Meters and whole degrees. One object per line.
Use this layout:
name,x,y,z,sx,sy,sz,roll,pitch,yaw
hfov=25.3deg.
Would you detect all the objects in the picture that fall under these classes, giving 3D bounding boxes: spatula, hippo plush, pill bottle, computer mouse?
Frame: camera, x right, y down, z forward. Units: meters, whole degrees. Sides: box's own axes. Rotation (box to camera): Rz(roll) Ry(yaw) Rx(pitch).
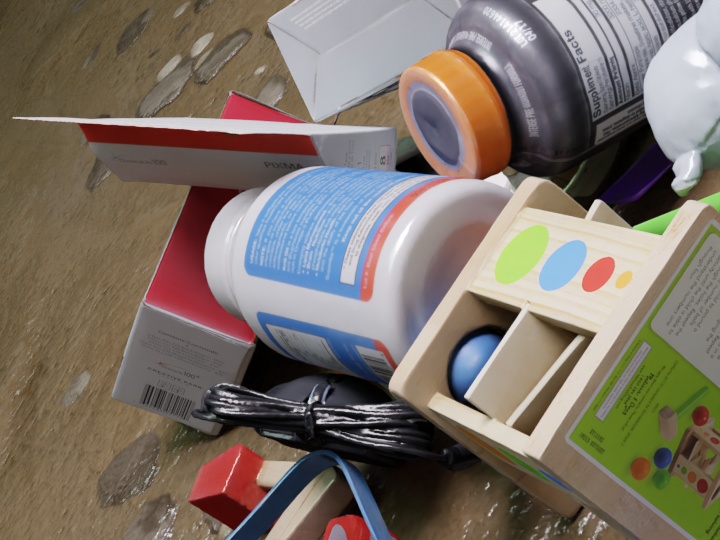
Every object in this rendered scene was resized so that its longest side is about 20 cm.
spatula,0.128,0.001,0.880,0.200,0.021,0.057,-61,14,-13
hippo plush,0.185,-0.100,0.725,0.159,0.200,0.161,-65,-11,-53
pill bottle,0.119,-0.119,0.865,0.200,0.106,0.106,-29,19,-19
pill bottle,0.000,0.000,0.868,0.200,0.112,0.112,11,66,53
computer mouse,0.008,0.078,0.856,0.140,0.200,0.046,8,81,18

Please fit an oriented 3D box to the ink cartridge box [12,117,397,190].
ink cartridge box,-0.088,-0.068,0.973,0.162,0.057,0.200,5,11,23

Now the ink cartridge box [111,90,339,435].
ink cartridge box,-0.092,-0.018,1.124,0.176,0.084,0.200,117,172,-53

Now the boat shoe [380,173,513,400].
boat shoe,0.054,-0.017,0.972,0.071,0.069,0.200,-13,46,53

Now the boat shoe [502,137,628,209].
boat shoe,0.139,-0.129,0.966,0.072,0.076,0.200,-15,42,55

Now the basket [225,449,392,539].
basket,-0.036,0.202,0.746,0.176,0.139,0.200,-45,46,10

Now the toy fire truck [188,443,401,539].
toy fire truck,-0.039,0.159,0.925,0.200,0.049,0.141,-24,38,45

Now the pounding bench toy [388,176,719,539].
pounding bench toy,0.135,0.016,0.732,0.200,0.124,0.156,-56,26,-7

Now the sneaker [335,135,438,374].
sneaker,0.013,-0.020,1.045,0.092,0.076,0.200,-26,37,33

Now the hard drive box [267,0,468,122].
hard drive box,0.066,-0.181,1.038,0.200,0.077,0.156,-28,3,-42
